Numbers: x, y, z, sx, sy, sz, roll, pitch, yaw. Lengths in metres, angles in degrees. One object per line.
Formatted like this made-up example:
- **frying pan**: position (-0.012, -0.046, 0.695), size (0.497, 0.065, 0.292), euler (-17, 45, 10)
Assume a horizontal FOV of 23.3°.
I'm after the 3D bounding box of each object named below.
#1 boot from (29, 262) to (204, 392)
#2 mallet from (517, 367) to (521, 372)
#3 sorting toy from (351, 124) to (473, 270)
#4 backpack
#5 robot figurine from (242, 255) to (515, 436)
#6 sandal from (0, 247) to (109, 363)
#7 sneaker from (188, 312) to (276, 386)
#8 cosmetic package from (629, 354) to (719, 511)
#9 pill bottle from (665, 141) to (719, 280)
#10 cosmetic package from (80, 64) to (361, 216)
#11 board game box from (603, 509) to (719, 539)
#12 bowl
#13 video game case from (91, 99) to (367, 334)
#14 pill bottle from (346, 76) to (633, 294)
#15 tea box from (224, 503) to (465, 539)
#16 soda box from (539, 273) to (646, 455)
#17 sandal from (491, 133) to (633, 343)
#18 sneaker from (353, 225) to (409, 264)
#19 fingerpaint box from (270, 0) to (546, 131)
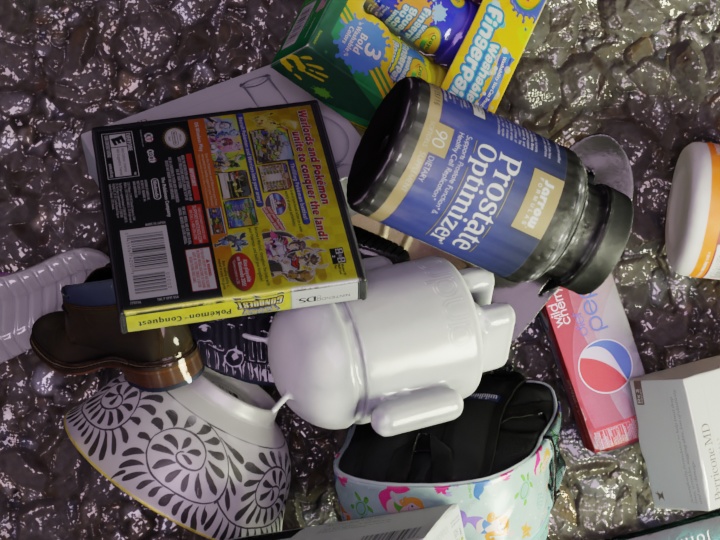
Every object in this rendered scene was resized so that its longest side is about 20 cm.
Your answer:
- **boot**: position (-0.203, 0.030, 1.375), size (0.075, 0.200, 0.097), euler (-33, 118, -38)
- **mallet**: position (0.126, 0.184, 1.486), size (0.066, 0.041, 0.200), euler (14, 87, 0)
- **sorting toy**: position (0.000, 0.000, 1.482), size (0.185, 0.036, 0.200), euler (40, 95, -1)
- **backpack**: position (0.069, 0.171, 1.378), size (0.177, 0.200, 0.151), euler (-2, 102, 14)
- **robot figurine**: position (0.015, 0.055, 1.327), size (0.200, 0.170, 0.113), euler (-13, 135, -18)
- **sandal**: position (-0.302, 0.035, 1.472), size (0.203, 0.050, 0.083), euler (-15, 106, -13)
- **sneaker**: position (-0.049, 0.064, 1.413), size (0.200, 0.082, 0.070), euler (9, 82, -11)
- **cosmetic package**: position (0.328, 0.119, 1.426), size (0.200, 0.081, 0.113), euler (-14, 92, -27)
- **pill bottle**: position (0.361, -0.041, 1.443), size (0.200, 0.113, 0.113), euler (7, 91, -2)
- **cosmetic package**: position (-0.104, -0.082, 1.405), size (0.200, 0.052, 0.151), euler (-23, 50, -16)
- **board game box**: position (0.265, 0.286, 1.491), size (0.200, 0.028, 0.135), euler (-15, 91, 0)
- **bowl**: position (-0.126, 0.127, 1.392), size (0.201, 0.201, 0.094), euler (32, 97, -1)
- **video game case**: position (-0.102, -0.045, 1.316), size (0.181, 0.026, 0.200), euler (-8, 48, -8)
- **pill bottle**: position (0.100, -0.058, 1.319), size (0.200, 0.112, 0.112), euler (23, 91, -14)
- **tea box**: position (-0.018, 0.285, 1.235), size (0.200, 0.134, 0.197), euler (-11, 91, 13)
- **soda box**: position (0.190, 0.050, 1.464), size (0.063, 0.070, 0.200), euler (-18, 90, -1)
- **sandal**: position (0.154, -0.021, 1.405), size (0.075, 0.045, 0.200), euler (36, 90, 1)
- **sneaker**: position (-0.059, 0.000, 1.433), size (0.200, 0.074, 0.089), euler (8, 98, 12)
- **fingerpaint box**: position (0.049, -0.207, 1.401), size (0.167, 0.073, 0.200), euler (34, 69, -20)
